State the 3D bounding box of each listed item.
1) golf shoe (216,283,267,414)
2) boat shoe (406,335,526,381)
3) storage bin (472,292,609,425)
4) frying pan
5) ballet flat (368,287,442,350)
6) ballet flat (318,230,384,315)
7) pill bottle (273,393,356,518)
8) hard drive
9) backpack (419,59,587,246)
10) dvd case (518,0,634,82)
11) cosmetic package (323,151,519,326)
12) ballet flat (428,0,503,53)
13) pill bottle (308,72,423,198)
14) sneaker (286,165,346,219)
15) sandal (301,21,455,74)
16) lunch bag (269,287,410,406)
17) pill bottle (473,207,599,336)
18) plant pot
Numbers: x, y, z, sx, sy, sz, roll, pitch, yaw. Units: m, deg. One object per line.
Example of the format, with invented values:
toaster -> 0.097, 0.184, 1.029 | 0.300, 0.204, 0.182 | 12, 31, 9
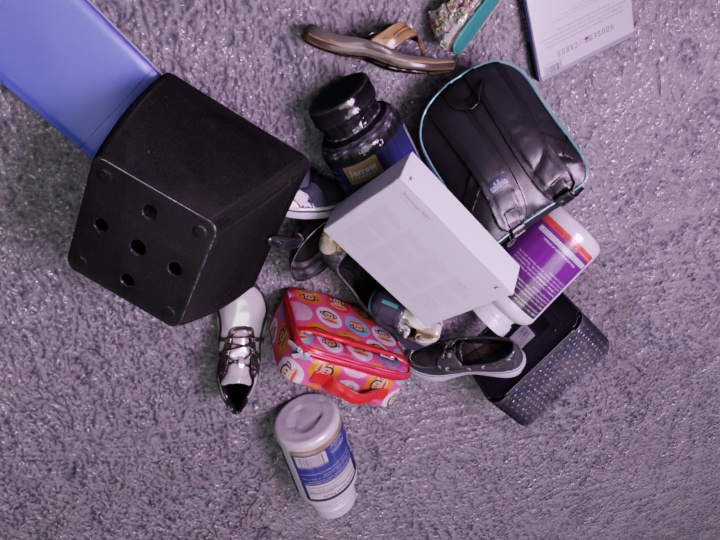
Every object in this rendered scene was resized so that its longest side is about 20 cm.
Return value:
golf shoe -> -0.170, 0.113, 0.875 | 0.076, 0.095, 0.205 | -1, 117, -14
boat shoe -> 0.159, 0.131, 0.957 | 0.195, 0.070, 0.057 | -6, 144, 26
storage bin -> 0.283, 0.132, 0.993 | 0.093, 0.136, 0.200 | 35, 105, -30
frying pan -> -0.079, -0.025, 0.807 | 0.188, 0.031, 0.116 | -20, 147, -49
ballet flat -> 0.081, 0.081, 0.903 | 0.073, 0.074, 0.199 | -41, 146, 9
ballet flat -> 0.000, 0.000, 0.853 | 0.066, 0.057, 0.201 | -40, 141, -2
pill bottle -> -0.066, 0.314, 1.008 | 0.108, 0.112, 0.204 | -18, 122, -6
hard drive -> -0.334, -0.240, 0.666 | 0.131, 0.026, 0.200 | -41, 122, 8
backpack -> 0.171, -0.153, 0.779 | 0.174, 0.153, 0.202 | -34, 92, 15
dvd case -> 0.272, -0.369, 0.775 | 0.148, 0.025, 0.203 | -25, 123, -2
cosmetic package -> 0.073, -0.028, 0.739 | 0.200, 0.052, 0.150 | 43, 142, -19
ballet flat -> 0.154, -0.351, 0.715 | 0.200, 0.064, 0.075 | -44, 164, 19
pill bottle -> 0.018, -0.141, 0.776 | 0.111, 0.112, 0.201 | -32, 123, 4
sneaker -> -0.106, -0.119, 0.771 | 0.195, 0.079, 0.081 | 4, 123, -17
sandal -> 0.027, -0.276, 0.733 | 0.195, 0.082, 0.056 | 10, 104, -13
lunch bag -> -0.030, 0.118, 0.869 | 0.196, 0.177, 0.083 | 19, 115, -26
pill bottle -> 0.259, 0.002, 0.928 | 0.112, 0.113, 0.201 | 34, 105, -30
plant pot -> -0.198, -0.061, 0.665 | 0.197, 0.178, 0.202 | 29, 120, -4
